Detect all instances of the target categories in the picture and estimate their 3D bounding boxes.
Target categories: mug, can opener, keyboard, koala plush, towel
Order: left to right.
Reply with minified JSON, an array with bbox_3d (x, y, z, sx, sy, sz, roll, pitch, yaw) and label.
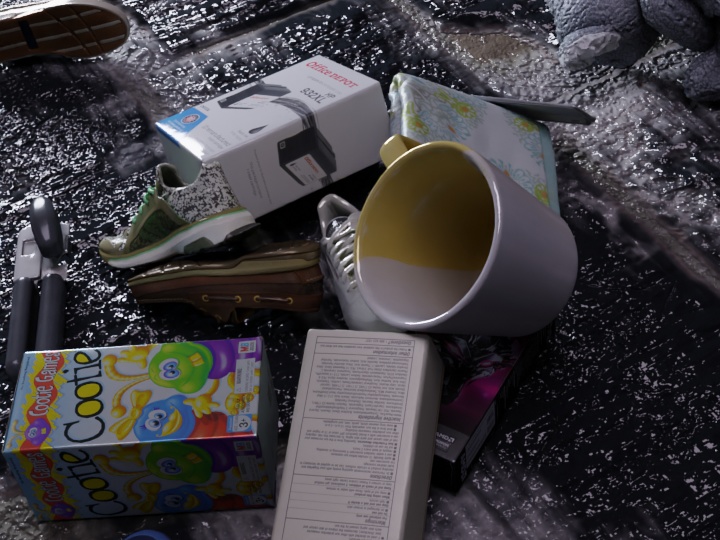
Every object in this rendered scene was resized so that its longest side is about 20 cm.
[{"bbox_3d":[-0.310,0.013,1.132,0.053,0.067,0.200,-9,46,-1],"label":"can opener"},{"bbox_3d":[0.111,-0.102,1.154,0.171,0.048,0.200,20,43,-19],"label":"towel"},{"bbox_3d":[0.099,-0.029,0.976,0.149,0.153,0.187,-15,67,41],"label":"mug"},{"bbox_3d":[0.144,-0.172,1.241,0.200,0.056,0.011,11,83,35],"label":"keyboard"},{"bbox_3d":[0.301,-0.284,1.289,0.199,0.184,0.178,-10,44,14],"label":"koala plush"}]

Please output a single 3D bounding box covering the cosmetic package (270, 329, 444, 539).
[{"bbox_3d":[0.000,0.151,0.915,0.103,0.073,0.201,3,66,17],"label":"cosmetic package"}]

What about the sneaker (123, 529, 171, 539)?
[{"bbox_3d":[-0.203,0.263,0.870,0.074,0.082,0.200,19,49,25],"label":"sneaker"}]

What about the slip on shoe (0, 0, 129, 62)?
[{"bbox_3d":[-0.375,-0.292,1.434,0.199,0.076,0.061,-9,34,6],"label":"slip on shoe"}]

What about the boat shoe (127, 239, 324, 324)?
[{"bbox_3d":[-0.126,0.018,1.100,0.199,0.068,0.072,-6,10,23],"label":"boat shoe"}]

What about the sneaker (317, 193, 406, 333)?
[{"bbox_3d":[0.000,0.000,1.060,0.076,0.081,0.200,-31,28,1],"label":"sneaker"}]

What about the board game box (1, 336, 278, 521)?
[{"bbox_3d":[-0.173,0.131,0.978,0.199,0.105,0.103,-4,46,3],"label":"board game box"}]

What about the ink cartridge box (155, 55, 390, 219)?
[{"bbox_3d":[-0.086,-0.135,1.211,0.200,0.084,0.145,-26,30,-18],"label":"ink cartridge box"}]

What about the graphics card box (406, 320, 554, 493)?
[{"bbox_3d":[0.073,0.084,1.031,0.125,0.051,0.200,21,53,24],"label":"graphics card box"}]

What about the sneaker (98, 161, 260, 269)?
[{"bbox_3d":[-0.179,-0.056,1.129,0.200,0.089,0.077,-12,4,39],"label":"sneaker"}]
